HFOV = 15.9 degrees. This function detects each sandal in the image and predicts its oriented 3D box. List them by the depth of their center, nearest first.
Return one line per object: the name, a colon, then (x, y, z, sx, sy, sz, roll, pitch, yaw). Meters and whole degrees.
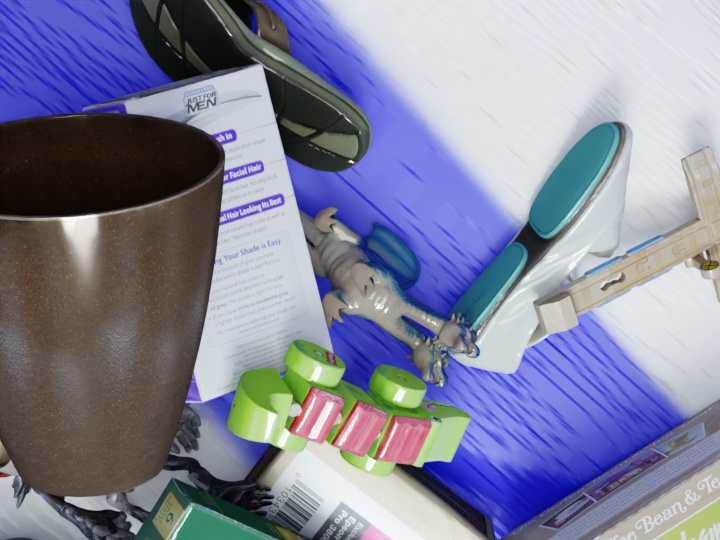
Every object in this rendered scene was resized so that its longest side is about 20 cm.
sandal: (-0.074, -0.144, 1.735, 0.201, 0.057, 0.080, 40, 136, -7)

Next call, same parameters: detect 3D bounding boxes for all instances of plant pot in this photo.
plant pot: (-0.169, 0.028, 1.565, 0.186, 0.187, 0.200, -2, 112, 0)

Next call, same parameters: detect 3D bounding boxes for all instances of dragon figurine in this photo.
dragon figurine: (0.000, 0.000, 1.750, 0.059, 0.099, 0.200, -49, 57, 13)

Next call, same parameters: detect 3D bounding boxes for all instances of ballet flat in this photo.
ballet flat: (0.135, -0.012, 1.762, 0.069, 0.069, 0.200, 36, 101, -6)

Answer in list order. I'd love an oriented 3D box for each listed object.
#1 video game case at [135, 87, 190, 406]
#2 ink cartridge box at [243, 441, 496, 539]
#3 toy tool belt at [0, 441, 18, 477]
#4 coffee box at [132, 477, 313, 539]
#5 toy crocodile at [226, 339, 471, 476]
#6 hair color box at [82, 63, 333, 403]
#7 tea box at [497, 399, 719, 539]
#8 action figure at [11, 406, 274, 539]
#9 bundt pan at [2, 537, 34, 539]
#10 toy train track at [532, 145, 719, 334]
video game case: (-0.169, 0.007, 1.684, 0.181, 0.036, 0.200, -32, 105, -34)
ink cartridge box: (-0.028, 0.212, 1.784, 0.165, 0.075, 0.200, 37, 96, -5)
toy tool belt: (-0.259, 0.028, 1.716, 0.123, 0.125, 0.200, 19, 85, -34)
coffee box: (-0.070, 0.225, 1.685, 0.200, 0.044, 0.123, 26, 101, -31)
toy crocodile: (-0.005, 0.096, 1.677, 0.200, 0.062, 0.068, 17, 106, -41)
hair color box: (-0.098, -0.024, 1.676, 0.109, 0.065, 0.200, -18, 100, -34)
tea box: (0.231, 0.223, 1.748, 0.200, 0.134, 0.197, -33, 98, -5)
action figure: (-0.158, 0.139, 1.752, 0.200, 0.102, 0.119, 30, 88, 33)
bundt pan: (-0.246, 0.274, 1.789, 0.201, 0.076, 0.202, 0, 100, -1)
toy train track: (0.211, -0.008, 1.741, 0.200, 0.033, 0.115, -26, 117, -14)
